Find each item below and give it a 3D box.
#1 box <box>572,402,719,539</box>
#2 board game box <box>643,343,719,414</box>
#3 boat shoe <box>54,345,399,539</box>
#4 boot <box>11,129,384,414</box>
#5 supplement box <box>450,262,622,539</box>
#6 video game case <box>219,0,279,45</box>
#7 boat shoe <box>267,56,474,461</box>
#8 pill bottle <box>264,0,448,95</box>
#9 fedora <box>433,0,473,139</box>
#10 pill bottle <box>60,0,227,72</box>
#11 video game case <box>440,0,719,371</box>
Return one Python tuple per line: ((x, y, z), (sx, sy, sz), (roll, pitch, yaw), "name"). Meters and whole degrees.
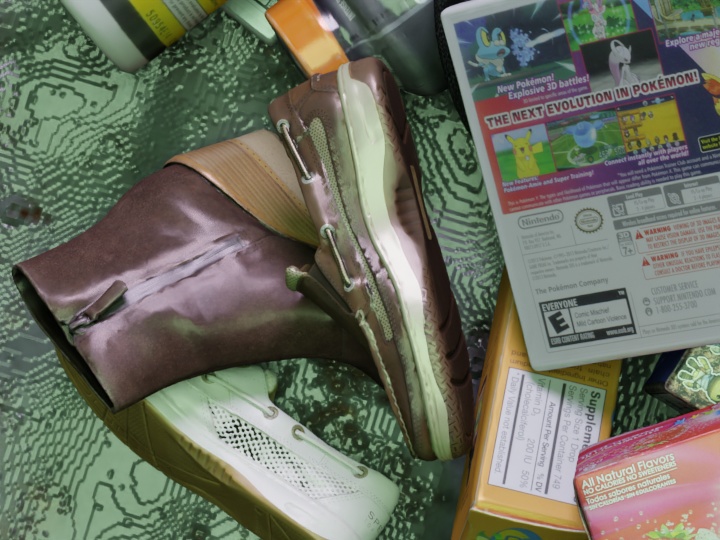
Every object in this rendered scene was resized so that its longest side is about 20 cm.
((0.204, 0.100, 1.334), (0.200, 0.100, 0.096), (-18, 92, 7), "box")
((0.253, 0.070, 1.463), (0.200, 0.159, 0.097), (32, 89, 2), "board game box")
((-0.068, 0.079, 1.526), (0.200, 0.071, 0.069), (36, 67, 10), "boat shoe")
((-0.060, 0.033, 1.495), (0.166, 0.072, 0.200), (-33, 72, -26), "boot")
((0.094, 0.058, 1.467), (0.069, 0.067, 0.200), (15, 55, 0), "supplement box")
((-0.057, -0.252, 1.557), (0.182, 0.022, 0.200), (38, 90, 3), "video game case")
((0.001, 0.001, 1.451), (0.075, 0.075, 0.203), (-15, 78, 11), "boat shoe")
((0.049, -0.161, 1.507), (0.200, 0.106, 0.106), (-36, 87, 1), "pill bottle")
((0.130, -0.127, 1.424), (0.200, 0.092, 0.201), (11, 109, 33), "fedora")
((-0.075, -0.203, 1.488), (0.200, 0.114, 0.114), (-37, 87, 1), "pill bottle")
((0.142, -0.054, 1.362), (0.200, 0.023, 0.183), (-11, 97, 39), "video game case")
